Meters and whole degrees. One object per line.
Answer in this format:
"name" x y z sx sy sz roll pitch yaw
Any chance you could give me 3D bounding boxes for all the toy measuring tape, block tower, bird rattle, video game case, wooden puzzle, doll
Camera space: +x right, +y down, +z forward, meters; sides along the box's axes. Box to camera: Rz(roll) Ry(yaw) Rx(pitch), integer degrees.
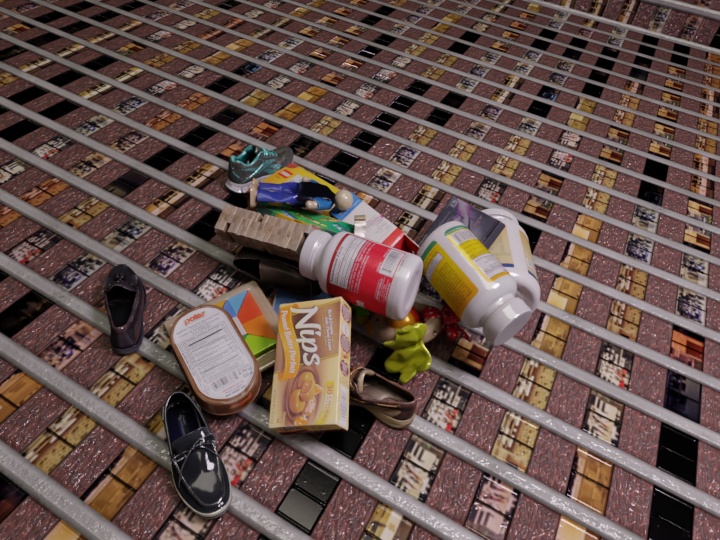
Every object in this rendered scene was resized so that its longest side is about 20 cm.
"toy measuring tape" 0.000 0.000 1.005 0.072 0.074 0.205 -2 90 -9
"block tower" -0.178 -0.069 0.984 0.196 0.054 0.059 13 70 20
"bird rattle" 0.100 0.093 0.957 0.161 0.115 0.199 18 42 40
"video game case" 0.189 -0.063 1.055 0.019 0.144 0.200 33 8 -25
"wooden puzzle" -0.229 0.111 0.929 0.183 0.038 0.200 -26 52 -23
"doll" -0.111 -0.148 1.028 0.195 0.049 0.137 4 30 -7

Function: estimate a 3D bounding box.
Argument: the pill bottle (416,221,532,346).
"pill bottle" 0.191 0.023 0.895 0.111 0.114 0.201 -23 58 -26

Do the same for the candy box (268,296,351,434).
"candy box" -0.077 0.150 0.845 0.113 0.055 0.204 -8 61 17

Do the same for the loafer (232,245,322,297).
"loafer" -0.160 0.009 1.003 0.197 0.074 0.071 19 37 25

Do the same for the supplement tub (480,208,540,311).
"supplement tub" 0.267 -0.011 1.045 0.141 0.146 0.203 6 45 -1

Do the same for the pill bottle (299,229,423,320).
"pill bottle" -0.001 0.001 0.906 0.196 0.114 0.113 20 46 18

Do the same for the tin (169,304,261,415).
"tin" -0.236 0.139 0.863 0.110 0.042 0.201 -24 56 -26

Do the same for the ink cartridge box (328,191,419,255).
"ink cartridge box" 0.033 -0.054 1.068 0.067 0.117 0.199 -42 60 -13

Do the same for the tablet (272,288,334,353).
"tablet" -0.104 0.083 0.999 0.127 0.014 0.203 5 46 -2

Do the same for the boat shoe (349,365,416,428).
"boat shoe" 0.002 0.185 0.872 0.197 0.073 0.072 25 48 17

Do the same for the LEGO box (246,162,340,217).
"LEGO box" -0.128 -0.136 1.163 0.198 0.078 0.149 33 50 23

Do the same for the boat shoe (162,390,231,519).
"boat shoe" -0.244 0.263 0.774 0.073 0.063 0.201 -17 52 -24

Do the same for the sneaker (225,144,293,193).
"sneaker" -0.234 -0.260 1.260 0.077 0.092 0.199 33 51 23

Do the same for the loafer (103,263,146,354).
"loafer" -0.424 0.053 0.952 0.070 0.064 0.202 -11 48 -17

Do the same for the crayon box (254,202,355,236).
"crayon box" -0.114 -0.054 1.040 0.196 0.121 0.058 19 30 17
